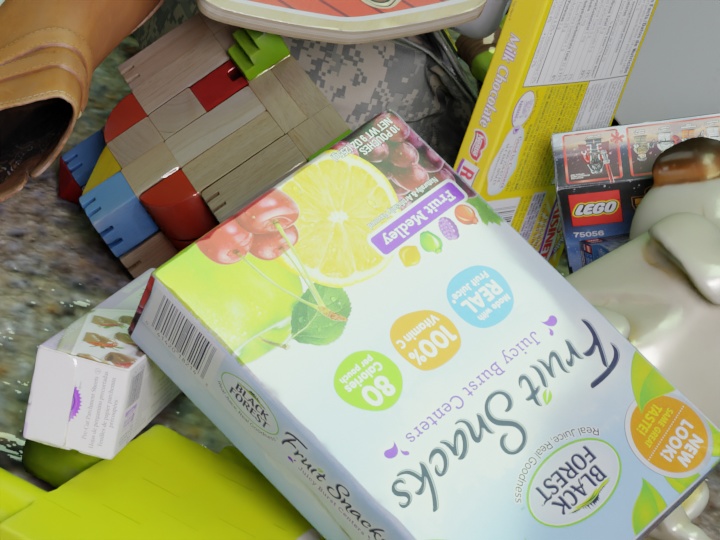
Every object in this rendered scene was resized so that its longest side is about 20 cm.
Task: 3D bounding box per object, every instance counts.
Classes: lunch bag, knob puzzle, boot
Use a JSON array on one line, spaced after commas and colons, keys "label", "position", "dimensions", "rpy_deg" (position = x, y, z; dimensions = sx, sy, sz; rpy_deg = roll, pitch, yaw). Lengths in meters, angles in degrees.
[{"label": "lunch bag", "position": [-0.018, -0.131, 1.370], "dimensions": [0.199, 0.118, 0.164], "rpy_deg": [15, 27, -28]}, {"label": "knob puzzle", "position": [-0.021, -0.187, 1.166], "dimensions": [0.219, 0.030, 0.220], "rpy_deg": [10, 50, -12]}, {"label": "boot", "position": [-0.148, -0.115, 1.152], "dimensions": [0.077, 0.200, 0.155], "rpy_deg": [48, 10, -20]}]

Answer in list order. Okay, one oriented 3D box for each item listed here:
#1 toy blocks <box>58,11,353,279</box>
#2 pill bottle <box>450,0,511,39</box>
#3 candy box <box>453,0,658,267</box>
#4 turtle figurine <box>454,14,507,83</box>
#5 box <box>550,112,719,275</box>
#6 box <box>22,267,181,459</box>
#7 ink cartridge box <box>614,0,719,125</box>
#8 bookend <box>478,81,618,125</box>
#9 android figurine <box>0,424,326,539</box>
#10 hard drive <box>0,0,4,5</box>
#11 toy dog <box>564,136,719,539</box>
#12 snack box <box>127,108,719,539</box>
[{"label": "toy blocks", "position": [-0.079, -0.051, 1.158], "dimensions": [0.100, 0.137, 0.200], "rpy_deg": [57, -2, -41]}, {"label": "pill bottle", "position": [0.003, -0.214, 1.288], "dimensions": [0.200, 0.109, 0.109], "rpy_deg": [25, 26, 2]}, {"label": "candy box", "position": [0.092, -0.070, 1.232], "dimensions": [0.026, 0.201, 0.102], "rpy_deg": [34, 28, 30]}, {"label": "turtle figurine", "position": [0.117, -0.074, 1.396], "dimensions": [0.200, 0.064, 0.161], "rpy_deg": [36, 15, -37]}, {"label": "box", "position": [0.204, -0.027, 1.218], "dimensions": [0.199, 0.137, 0.040], "rpy_deg": [-6, 54, 7]}, {"label": "box", "position": [-0.097, 0.037, 1.006], "dimensions": [0.039, 0.042, 0.200], "rpy_deg": [15, 11, 5]}, {"label": "ink cartridge box", "position": [0.272, -0.092, 1.419], "dimensions": [0.200, 0.145, 0.147], "rpy_deg": [27, 19, -34]}, {"label": "bookend", "position": [0.202, -0.173, 1.518], "dimensions": [0.198, 0.200, 0.092], "rpy_deg": [15, 26, -11]}, {"label": "android figurine", "position": [-0.062, 0.120, 0.925], "dimensions": [0.200, 0.041, 0.182], "rpy_deg": [26, 25, 16]}, {"label": "hard drive", "position": [-0.270, -0.146, 1.247], "dimensions": [0.200, 0.026, 0.132], "rpy_deg": [-8, 65, -46]}, {"label": "toy dog", "position": [0.147, 0.033, 1.104], "dimensions": [0.200, 0.140, 0.194], "rpy_deg": [-46, 24, -28]}, {"label": "snack box", "position": [0.028, 0.046, 0.933], "dimensions": [0.200, 0.053, 0.142], "rpy_deg": [45, 56, 12]}]
